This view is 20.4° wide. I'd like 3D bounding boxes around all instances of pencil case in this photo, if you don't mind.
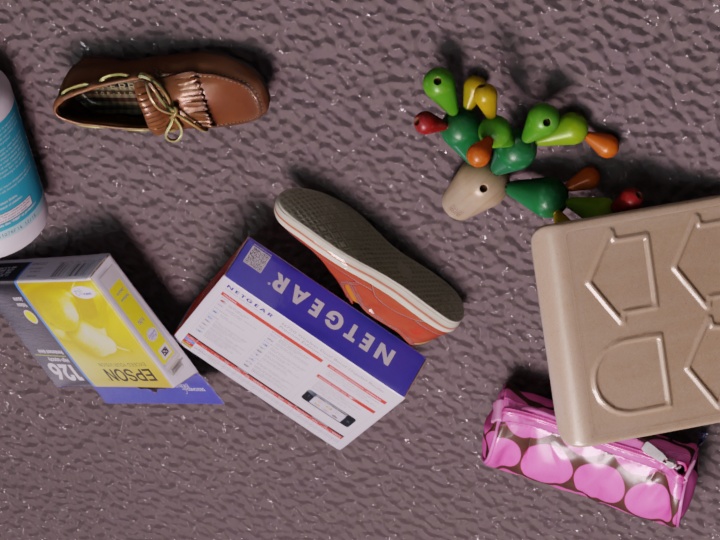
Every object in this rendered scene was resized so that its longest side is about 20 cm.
[{"bbox_3d":[0.209,0.164,1.820,0.200,0.091,0.094,15,169,10],"label":"pencil case"}]

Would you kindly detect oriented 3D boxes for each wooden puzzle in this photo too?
[{"bbox_3d":[0.248,0.038,1.634,0.200,0.046,0.185,-9,98,-2],"label":"wooden puzzle"}]

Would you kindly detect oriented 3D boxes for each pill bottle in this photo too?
[{"bbox_3d":[-0.360,-0.115,1.825,0.111,0.111,0.200,7,132,20],"label":"pill bottle"}]

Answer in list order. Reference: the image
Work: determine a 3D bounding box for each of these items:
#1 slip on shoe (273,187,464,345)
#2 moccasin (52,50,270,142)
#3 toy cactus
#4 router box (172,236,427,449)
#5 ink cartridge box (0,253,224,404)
[{"bbox_3d":[0.000,0.000,1.781,0.200,0.074,0.061,37,125,-15],"label":"slip on shoe"},{"bbox_3d":[-0.173,-0.149,1.727,0.201,0.078,0.074,7,132,20],"label":"moccasin"},{"bbox_3d":[0.119,-0.081,1.650,0.200,0.102,0.165,28,147,-13],"label":"toy cactus"},{"bbox_3d":[-0.059,0.072,1.859,0.200,0.049,0.179,35,152,-6],"label":"router box"},{"bbox_3d":[-0.257,0.071,1.960,0.198,0.047,0.200,-4,127,47],"label":"ink cartridge box"}]
